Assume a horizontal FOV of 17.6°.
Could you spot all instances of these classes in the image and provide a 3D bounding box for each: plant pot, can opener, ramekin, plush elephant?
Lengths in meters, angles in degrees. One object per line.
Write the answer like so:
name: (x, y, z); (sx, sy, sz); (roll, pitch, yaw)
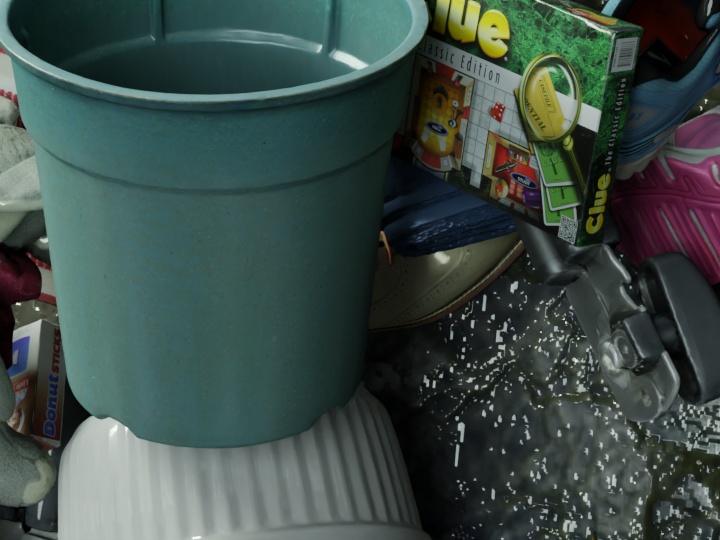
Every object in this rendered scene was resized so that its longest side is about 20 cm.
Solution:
plant pot: (-0.070, -0.035, 1.114); (0.200, 0.200, 0.196); (17, 123, 26)
can opener: (-0.201, 0.133, 1.354); (0.053, 0.067, 0.200); (11, 94, 27)
ramekin: (-0.066, 0.126, 1.220); (0.200, 0.200, 0.105); (-18, 71, 26)
plush elephant: (-0.200, -0.010, 1.237); (0.155, 0.200, 0.165); (-39, 39, -1)
can opener: (0.117, -0.021, 1.142); (0.200, 0.067, 0.053); (67, 154, 14)

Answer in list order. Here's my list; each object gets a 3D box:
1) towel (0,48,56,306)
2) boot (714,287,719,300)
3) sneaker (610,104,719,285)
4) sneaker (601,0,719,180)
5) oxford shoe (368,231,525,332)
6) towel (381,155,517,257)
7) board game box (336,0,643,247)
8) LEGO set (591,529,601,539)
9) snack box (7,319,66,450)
towel: (-0.172, -0.076, 1.283); (0.144, 0.023, 0.200); (18, 118, 21)
boot: (0.262, 0.009, 1.136); (0.200, 0.075, 0.097); (10, 70, 34)
sneaker: (0.201, -0.049, 1.153); (0.200, 0.088, 0.081); (-6, 115, 45)
sneaker: (0.165, -0.127, 1.117); (0.078, 0.200, 0.090); (36, 147, 5)
oxford shoe: (0.000, 0.000, 1.245); (0.200, 0.074, 0.071); (-26, 76, 14)
towel: (0.036, -0.111, 1.219); (0.111, 0.049, 0.200); (-16, 76, -5)
board game box: (0.048, -0.094, 1.109); (0.200, 0.023, 0.105); (28, 116, 43)
LEGO set: (0.117, 0.232, 1.186); (0.154, 0.116, 0.200); (42, 124, -8)
snack box: (-0.243, 0.090, 1.362); (0.200, 0.024, 0.072); (-21, 57, 40)
